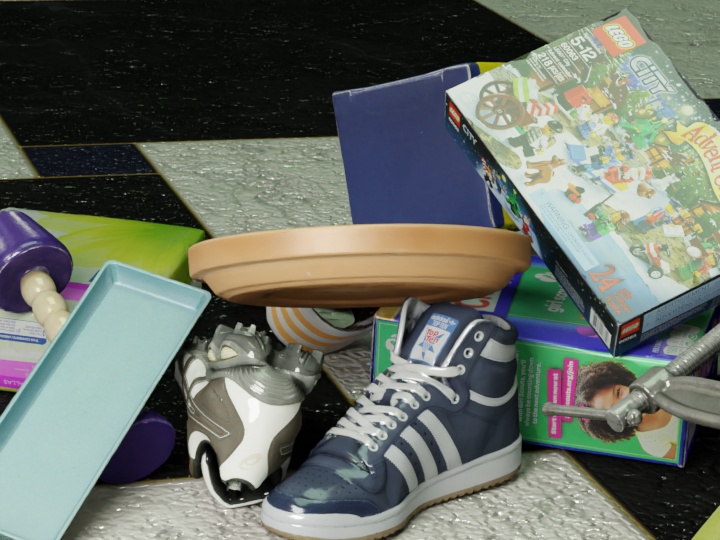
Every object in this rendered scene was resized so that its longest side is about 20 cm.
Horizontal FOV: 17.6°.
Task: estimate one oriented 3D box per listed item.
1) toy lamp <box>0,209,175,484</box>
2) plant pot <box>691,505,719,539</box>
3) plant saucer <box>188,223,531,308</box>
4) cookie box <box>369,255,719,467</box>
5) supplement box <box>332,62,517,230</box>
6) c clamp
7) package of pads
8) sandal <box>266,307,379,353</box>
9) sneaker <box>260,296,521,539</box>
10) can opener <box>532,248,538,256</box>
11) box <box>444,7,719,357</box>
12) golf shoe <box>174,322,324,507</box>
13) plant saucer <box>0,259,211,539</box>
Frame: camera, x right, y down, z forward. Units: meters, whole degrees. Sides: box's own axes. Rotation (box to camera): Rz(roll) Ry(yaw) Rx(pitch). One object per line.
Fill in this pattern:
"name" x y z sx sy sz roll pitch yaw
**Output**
"toy lamp" -0.174 0.040 1.372 0.058 0.058 0.200 -8 46 -31
"plant pot" 0.197 0.167 0.985 0.199 0.188 0.187 -28 32 -31
"plant saucer" 0.000 0.000 1.343 0.199 0.033 0.200 -3 -6 0
"cookie box" 0.121 0.049 1.472 0.199 0.076 0.171 7 18 13
"supplement box" 0.083 -0.079 1.579 0.108 0.110 0.200 -10 -1 31
"c clamp" 0.221 0.038 1.315 0.199 0.027 0.171 -32 22 -22
"package of pads" -0.199 0.021 1.524 0.153 0.069 0.200 7 19 9
"sandal" -0.030 0.028 1.563 0.079 0.060 0.206 5 -7 -24
"sneaker" 0.020 0.080 1.303 0.070 0.109 0.199 16 22 39
"can opener" 0.054 0.000 1.633 0.199 0.067 0.053 10 18 20
"box" 0.159 -0.058 1.414 0.136 0.038 0.200 -26 59 -15
"golf shoe" -0.076 0.088 1.329 0.077 0.095 0.200 15 -10 -5
"plant saucer" -0.155 0.075 1.289 0.069 0.019 0.200 18 50 14
